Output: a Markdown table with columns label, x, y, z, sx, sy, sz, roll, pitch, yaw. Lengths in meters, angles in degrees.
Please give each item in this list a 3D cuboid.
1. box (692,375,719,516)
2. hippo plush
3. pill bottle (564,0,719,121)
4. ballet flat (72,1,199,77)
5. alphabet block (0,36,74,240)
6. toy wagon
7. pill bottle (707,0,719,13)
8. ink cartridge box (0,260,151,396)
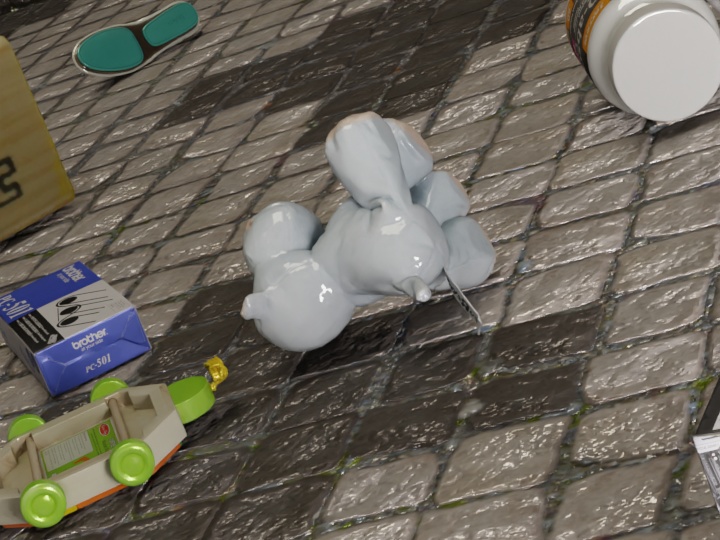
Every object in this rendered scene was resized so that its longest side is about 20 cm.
| label | x | y | z | sx | sy | sz | roll | pitch | yaw |
| --- | --- | --- | --- | --- | --- | --- | --- | --- | --- |
| box | 0.219 | 0.091 | 0.978 | 0.049 | 0.159 | 0.200 | -12 | 20 | 27 |
| hippo plush | 0.000 | 0.000 | 1.570 | 0.160 | 0.159 | 0.201 | -34 | 56 | 22 |
| pill bottle | 0.244 | -0.198 | 1.804 | 0.115 | 0.117 | 0.200 | -21 | 18 | 4 |
| ballet flat | -0.302 | -0.299 | 2.805 | 0.199 | 0.070 | 0.069 | -29 | 19 | -31 |
| alphabet block | -0.458 | -0.121 | 2.252 | 0.199 | 0.198 | 0.195 | -32 | 23 | -27 |
| toy wagon | -0.183 | 0.124 | 1.537 | 0.199 | 0.040 | 0.155 | -24 | 19 | -6 |
| pill bottle | 0.406 | -0.318 | 1.947 | 0.199 | 0.112 | 0.111 | -33 | 21 | -29 |
| ink cartridge box | -0.253 | 0.047 | 1.815 | 0.093 | 0.045 | 0.200 | -26 | 19 | -15 |
